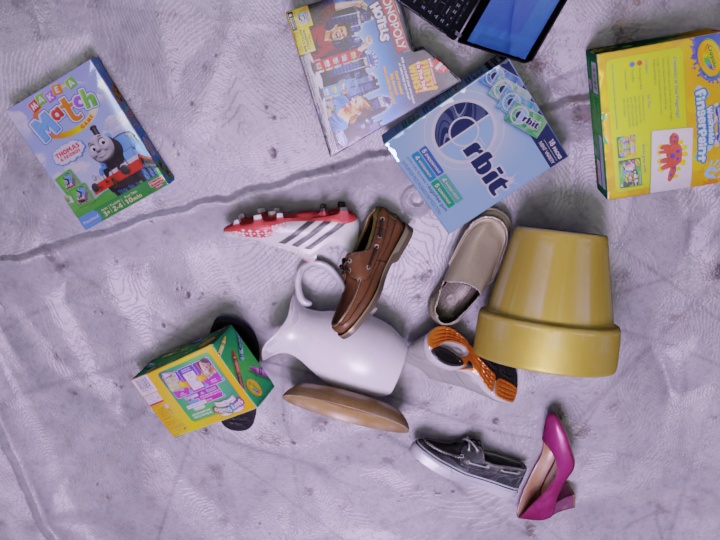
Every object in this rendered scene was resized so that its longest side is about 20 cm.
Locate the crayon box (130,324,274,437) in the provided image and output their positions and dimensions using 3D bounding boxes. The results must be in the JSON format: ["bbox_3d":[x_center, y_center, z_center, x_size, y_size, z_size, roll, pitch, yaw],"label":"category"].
[{"bbox_3d":[-0.242,0.172,1.222,0.200,0.058,0.119,-24,106,34],"label":"crayon box"}]

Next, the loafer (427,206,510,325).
[{"bbox_3d":[0.163,0.003,1.177,0.076,0.068,0.200,22,109,-6],"label":"loafer"}]

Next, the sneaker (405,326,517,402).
[{"bbox_3d":[0.156,0.149,1.238,0.200,0.076,0.092,32,147,-24],"label":"sneaker"}]

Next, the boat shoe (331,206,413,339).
[{"bbox_3d":[0.000,0.000,1.142,0.068,0.072,0.200,37,64,-20],"label":"boat shoe"}]

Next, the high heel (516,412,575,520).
[{"bbox_3d":[0.290,0.320,1.283,0.096,0.067,0.200,-14,112,-4],"label":"high heel"}]

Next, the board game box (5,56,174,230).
[{"bbox_3d":[-0.387,-0.179,1.152,0.151,0.037,0.200,-27,106,12],"label":"board game box"}]

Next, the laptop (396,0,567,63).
[{"bbox_3d":[0.156,-0.382,0.997,0.200,0.103,0.178,30,90,-17],"label":"laptop"}]

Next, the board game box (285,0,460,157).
[{"bbox_3d":[0.025,-0.280,1.086,0.199,0.062,0.200,-15,107,6],"label":"board game box"}]

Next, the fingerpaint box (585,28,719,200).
[{"bbox_3d":[0.403,-0.212,1.088,0.166,0.073,0.200,-9,109,7],"label":"fingerpaint box"}]

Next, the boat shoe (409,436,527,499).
[{"bbox_3d":[0.175,0.301,1.291,0.200,0.072,0.071,23,100,-16],"label":"boat shoe"}]

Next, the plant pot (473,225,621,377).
[{"bbox_3d":[0.271,0.037,1.129,0.200,0.201,0.189,7,96,0],"label":"plant pot"}]

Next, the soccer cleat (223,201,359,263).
[{"bbox_3d":[-0.100,-0.049,1.172,0.199,0.069,0.085,-6,105,0],"label":"soccer cleat"}]

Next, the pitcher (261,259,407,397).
[{"bbox_3d":[-0.026,0.089,1.200,0.200,0.121,0.172,22,86,-1],"label":"pitcher"}]

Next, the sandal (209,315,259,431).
[{"bbox_3d":[-0.195,0.167,1.264,0.076,0.043,0.201,-4,110,4],"label":"sandal"}]

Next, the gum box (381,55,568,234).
[{"bbox_3d":[0.159,-0.173,1.115,0.200,0.045,0.170,-33,114,12],"label":"gum box"}]

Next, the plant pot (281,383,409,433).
[{"bbox_3d":[-0.020,0.206,1.213,0.200,0.200,0.028,16,74,-3],"label":"plant pot"}]
